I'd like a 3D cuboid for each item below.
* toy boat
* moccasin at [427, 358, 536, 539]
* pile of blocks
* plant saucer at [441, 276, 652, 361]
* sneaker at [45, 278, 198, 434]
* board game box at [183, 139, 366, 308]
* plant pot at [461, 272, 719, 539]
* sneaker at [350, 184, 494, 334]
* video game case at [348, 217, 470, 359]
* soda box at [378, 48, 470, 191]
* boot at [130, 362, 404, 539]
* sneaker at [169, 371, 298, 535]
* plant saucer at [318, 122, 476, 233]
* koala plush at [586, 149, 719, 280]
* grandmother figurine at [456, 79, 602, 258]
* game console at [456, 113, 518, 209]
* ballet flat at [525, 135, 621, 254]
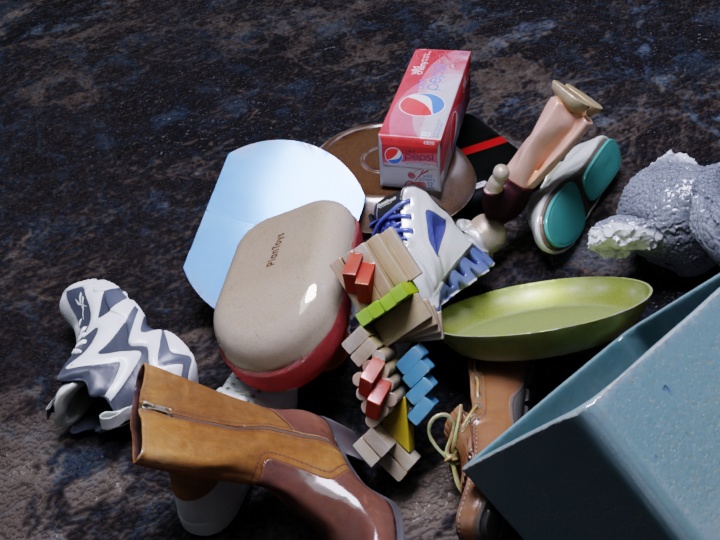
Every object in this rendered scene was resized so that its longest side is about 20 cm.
[{"bbox_3d":[-0.051,0.038,0.903,0.129,0.132,0.201,-18,31,20],"label":"toy boat"},{"bbox_3d":[0.097,0.137,0.800,0.076,0.074,0.203,-1,39,16],"label":"moccasin"},{"bbox_3d":[0.024,0.068,0.786,0.081,0.204,0.062,-9,0,16],"label":"pile of blocks"},{"bbox_3d":[0.159,0.044,0.875,0.196,0.032,0.200,-10,9,2],"label":"plant saucer"},{"bbox_3d":[-0.261,0.087,0.942,0.198,0.080,0.129,34,47,29],"label":"sneaker"},{"bbox_3d":[-0.084,-0.034,1.016,0.155,0.039,0.203,15,72,10],"label":"board game box"},{"bbox_3d":[0.224,0.142,0.657,0.195,0.196,0.201,-33,82,-25],"label":"plant pot"},{"bbox_3d":[0.037,-0.009,0.915,0.080,0.116,0.199,-35,0,39],"label":"sneaker"},{"bbox_3d":[0.000,0.000,1.030,0.179,0.023,0.201,11,44,25],"label":"video game case"},{"bbox_3d":[0.073,-0.168,1.072,0.069,0.064,0.201,6,39,12],"label":"soda box"},{"bbox_3d":[-0.072,0.152,0.735,0.198,0.069,0.189,24,27,-29],"label":"boot"},{"bbox_3d":[-0.107,0.124,0.859,0.071,0.086,0.201,1,39,17],"label":"sneaker"},{"bbox_3d":[0.028,-0.110,1.080,0.196,0.033,0.202,-3,38,2],"label":"plant saucer"},{"bbox_3d":[0.323,-0.051,0.911,0.198,0.186,0.177,11,42,43],"label":"koala plush"},{"bbox_3d":[0.157,-0.088,0.979,0.120,0.202,0.061,1,37,-52],"label":"grandmother figurine"},{"bbox_3d":[0.084,-0.115,1.130,0.197,0.031,0.177,-20,41,-19],"label":"game console"},{"bbox_3d":[0.214,-0.077,1.047,0.069,0.070,0.200,15,42,29],"label":"ballet flat"}]
